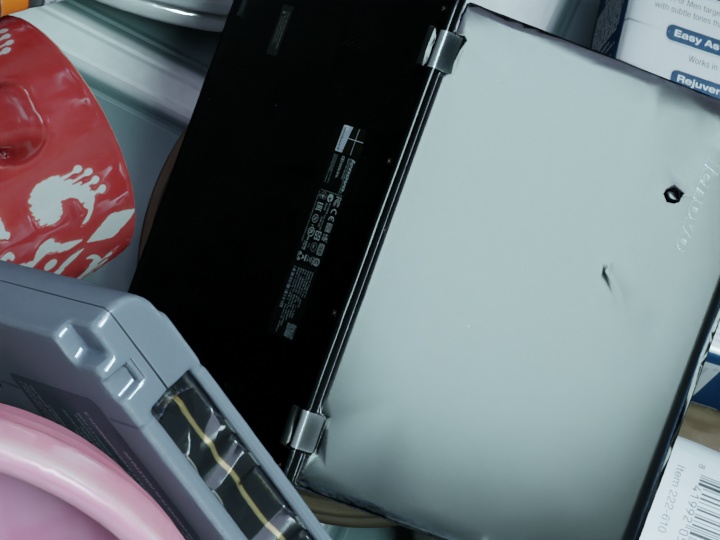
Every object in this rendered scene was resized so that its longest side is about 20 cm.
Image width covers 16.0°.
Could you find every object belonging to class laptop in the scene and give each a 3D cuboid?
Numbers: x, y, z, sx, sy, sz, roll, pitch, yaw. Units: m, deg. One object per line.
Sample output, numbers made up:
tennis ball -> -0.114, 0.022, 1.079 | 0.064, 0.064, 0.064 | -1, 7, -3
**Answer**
laptop -> 0.025, -0.003, 0.979 | 0.116, 0.199, 0.188 | 21, 89, -42

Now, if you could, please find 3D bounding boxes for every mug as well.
mug -> -0.186, -0.007, 0.975 | 0.199, 0.177, 0.134 | -30, 108, -26

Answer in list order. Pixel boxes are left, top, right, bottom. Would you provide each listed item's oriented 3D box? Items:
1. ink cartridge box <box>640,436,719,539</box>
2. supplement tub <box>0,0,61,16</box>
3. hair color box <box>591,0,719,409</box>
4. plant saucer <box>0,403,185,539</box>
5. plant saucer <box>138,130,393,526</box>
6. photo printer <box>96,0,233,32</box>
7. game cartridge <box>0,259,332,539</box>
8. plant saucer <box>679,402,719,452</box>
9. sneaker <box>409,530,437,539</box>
ink cartridge box -> 0.152, 0.160, 1.032 | 0.199, 0.085, 0.145 | 21, 74, -4
supplement tub -> -0.114, -0.162, 1.005 | 0.199, 0.107, 0.108 | -16, 75, -11
hair color box -> 0.143, -0.051, 1.086 | 0.099, 0.061, 0.201 | 18, 68, -7
plant saucer -> -0.146, 0.116, 0.933 | 0.199, 0.201, 0.051 | 19, 40, -7
plant saucer -> 0.000, 0.000, 1.014 | 0.199, 0.029, 0.202 | -2, 84, 18
photo printer -> -0.065, -0.201, 1.123 | 0.165, 0.069, 0.201 | 11, 68, -10
game cartridge -> -0.072, 0.078, 0.955 | 0.041, 0.133, 0.200 | -48, 121, -24
plant saucer -> 0.154, 0.009, 1.124 | 0.199, 0.029, 0.201 | 4, 69, -11
sneaker -> 0.016, 0.035, 1.067 | 0.083, 0.077, 0.201 | -15, 77, 15
